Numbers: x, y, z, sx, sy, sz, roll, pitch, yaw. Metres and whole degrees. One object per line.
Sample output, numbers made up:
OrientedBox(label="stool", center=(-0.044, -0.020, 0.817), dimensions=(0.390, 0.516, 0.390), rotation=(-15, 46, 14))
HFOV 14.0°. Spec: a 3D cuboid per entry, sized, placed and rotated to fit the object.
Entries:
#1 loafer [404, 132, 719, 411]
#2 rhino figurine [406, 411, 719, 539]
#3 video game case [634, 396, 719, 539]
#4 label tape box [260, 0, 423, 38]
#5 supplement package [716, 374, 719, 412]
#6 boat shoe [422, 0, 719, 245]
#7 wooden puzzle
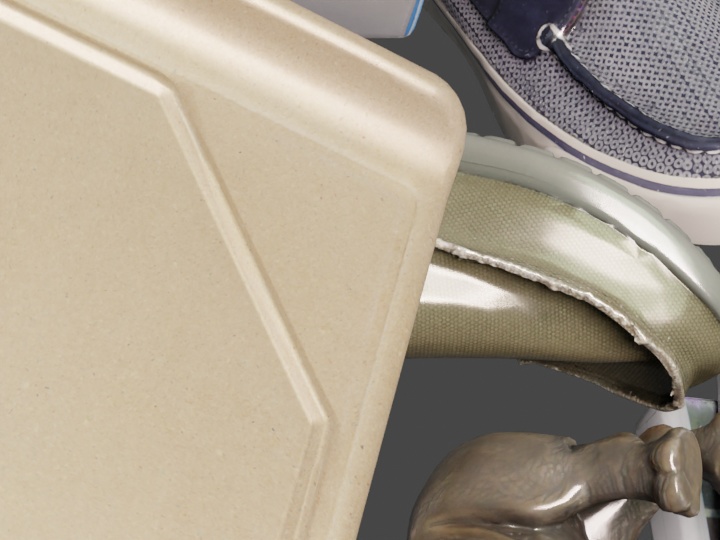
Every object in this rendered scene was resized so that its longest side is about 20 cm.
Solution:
OrientedBox(label="loafer", center=(0.000, 0.000, 0.760), dimensions=(0.199, 0.075, 0.070), rotation=(19, 69, 8))
OrientedBox(label="rhino figurine", center=(0.043, 0.119, 0.705), dimensions=(0.060, 0.087, 0.201), rotation=(49, 39, -43))
OrientedBox(label="video game case", center=(0.170, 0.134, 0.792), dimensions=(0.181, 0.023, 0.201), rotation=(7, 58, -23))
OrientedBox(label="label tape box", center=(-0.014, -0.130, 0.747), dimensions=(0.199, 0.066, 0.144), rotation=(3, 54, 15))
OrientedBox(label="supplement package", center=(0.162, 0.073, 0.722), dimensions=(0.113, 0.110, 0.201), rotation=(16, 44, -12))
OrientedBox(label="boat shoe", center=(0.056, -0.093, 0.790), dimensions=(0.074, 0.093, 0.200), rotation=(-24, 43, -19))
OrientedBox(label="wooden puzzle", center=(-0.080, 0.010, 0.664), dimensions=(0.184, 0.037, 0.201), rotation=(25, 61, -14))
